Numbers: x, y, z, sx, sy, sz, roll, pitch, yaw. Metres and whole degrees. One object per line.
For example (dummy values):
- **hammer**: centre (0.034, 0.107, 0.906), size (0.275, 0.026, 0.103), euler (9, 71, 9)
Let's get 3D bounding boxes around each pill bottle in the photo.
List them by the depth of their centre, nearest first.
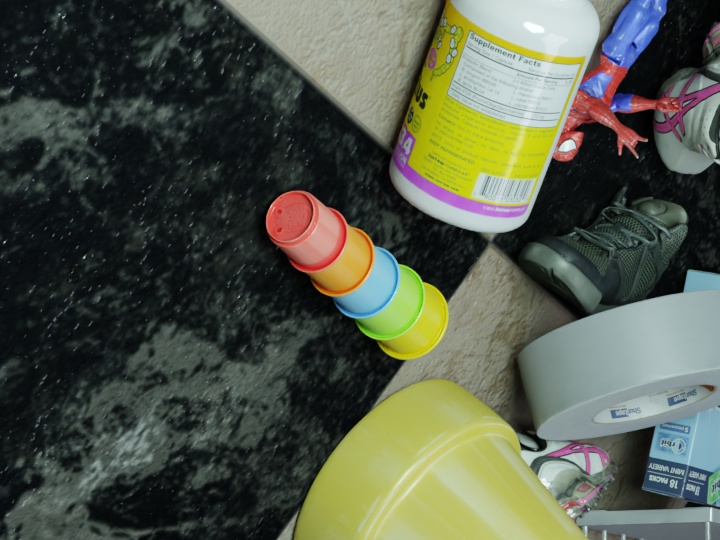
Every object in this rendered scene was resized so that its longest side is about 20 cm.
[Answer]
- **pill bottle**: centre (0.095, -0.134, 1.444), size (0.104, 0.104, 0.201), euler (-11, 128, -48)

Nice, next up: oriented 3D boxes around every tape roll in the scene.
- **tape roll**: centre (0.230, 0.079, 1.760), size (0.198, 0.067, 0.200), euler (-12, 165, -3)

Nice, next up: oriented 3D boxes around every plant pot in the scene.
- **plant pot**: centre (0.080, 0.217, 1.682), size (0.200, 0.188, 0.202), euler (-33, 142, -30)

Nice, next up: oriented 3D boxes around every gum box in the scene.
- **gum box**: centre (0.328, 0.114, 1.988), size (0.170, 0.044, 0.202), euler (19, 81, -58)

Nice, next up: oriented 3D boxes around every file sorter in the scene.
- **file sorter**: centre (0.308, 0.299, 2.072), size (0.200, 0.138, 0.126), euler (20, 69, -58)

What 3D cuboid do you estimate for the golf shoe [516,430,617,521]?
- **golf shoe**: centre (0.167, 0.167, 1.856), size (0.073, 0.092, 0.200), euler (-42, 174, 10)

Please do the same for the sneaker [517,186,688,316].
- **sneaker**: centre (0.193, -0.021, 1.716), size (0.115, 0.076, 0.199), euler (-59, 152, 5)

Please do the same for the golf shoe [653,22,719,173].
- **golf shoe**: centre (0.271, -0.115, 1.659), size (0.200, 0.072, 0.093), euler (114, -17, -65)

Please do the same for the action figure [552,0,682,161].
- **action figure**: centre (0.214, -0.154, 1.593), size (0.201, 0.099, 0.065), euler (-56, 152, 8)

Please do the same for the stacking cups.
- **stacking cups**: centre (0.000, 0.000, 1.488), size (0.061, 0.060, 0.200), euler (-51, 148, -4)
